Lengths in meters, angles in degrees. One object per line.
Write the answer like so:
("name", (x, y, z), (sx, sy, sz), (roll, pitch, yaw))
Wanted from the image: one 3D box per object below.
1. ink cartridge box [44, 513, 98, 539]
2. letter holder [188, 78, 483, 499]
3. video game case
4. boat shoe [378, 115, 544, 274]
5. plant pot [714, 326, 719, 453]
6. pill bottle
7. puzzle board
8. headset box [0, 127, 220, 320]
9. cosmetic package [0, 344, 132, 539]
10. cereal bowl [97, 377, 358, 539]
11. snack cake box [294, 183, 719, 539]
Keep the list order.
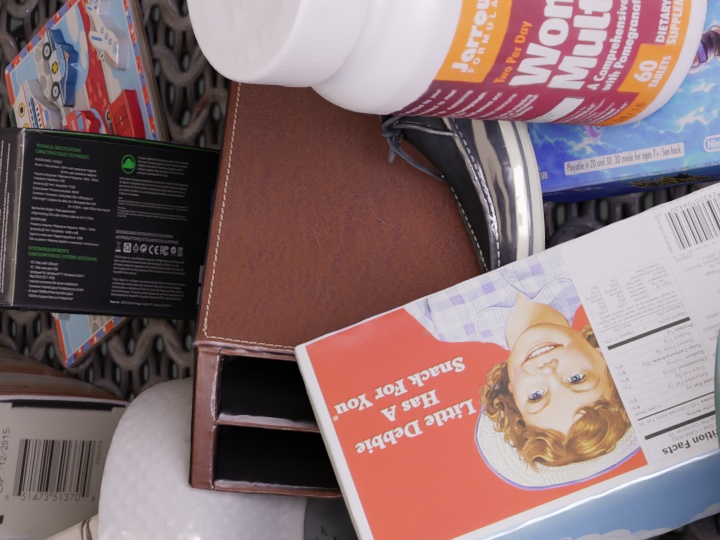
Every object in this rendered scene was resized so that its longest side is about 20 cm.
("ink cartridge box", (-0.115, 0.207, 1.558), (0.200, 0.084, 0.146), (-28, 67, 51))
("letter holder", (0.000, 0.000, 1.349), (0.101, 0.141, 0.201), (96, 179, -46))
("video game case", (0.135, -0.130, 1.255), (0.200, 0.045, 0.182), (-8, 81, 54))
("boat shoe", (0.031, -0.078, 1.284), (0.075, 0.062, 0.201), (115, 136, -74))
("plant pot", (0.202, 0.044, 1.015), (0.200, 0.135, 0.201), (-28, 46, 33))
("pill bottle", (0.036, -0.117, 1.182), (0.109, 0.199, 0.110), (-1, 89, 55))
("puzzle board", (-0.158, -0.063, 1.689), (0.151, 0.017, 0.201), (-37, 59, 47))
("headset box", (-0.180, -0.025, 1.556), (0.199, 0.174, 0.093), (3, 88, 45))
("cosmetic package", (-0.229, 0.094, 1.710), (0.200, 0.103, 0.088), (17, 101, 52))
("cereal bowl", (-0.045, 0.146, 1.395), (0.083, 0.200, 0.201), (-10, 78, 21))
("snack cake box", (0.086, 0.056, 1.191), (0.067, 0.199, 0.115), (70, 180, -63))
